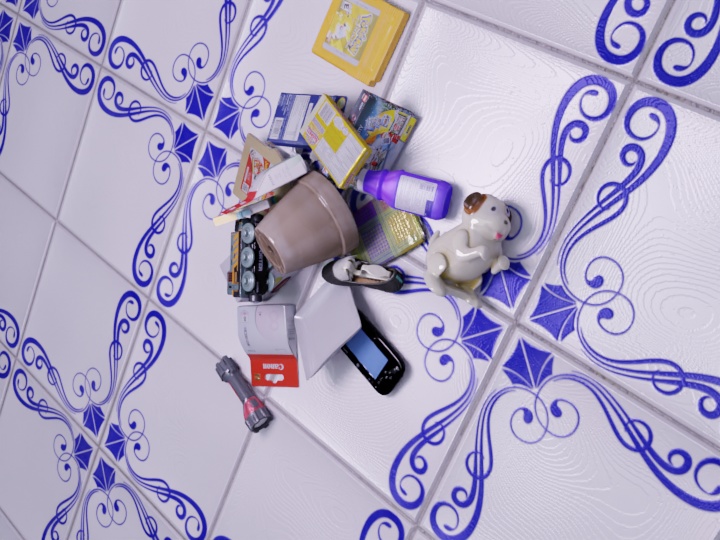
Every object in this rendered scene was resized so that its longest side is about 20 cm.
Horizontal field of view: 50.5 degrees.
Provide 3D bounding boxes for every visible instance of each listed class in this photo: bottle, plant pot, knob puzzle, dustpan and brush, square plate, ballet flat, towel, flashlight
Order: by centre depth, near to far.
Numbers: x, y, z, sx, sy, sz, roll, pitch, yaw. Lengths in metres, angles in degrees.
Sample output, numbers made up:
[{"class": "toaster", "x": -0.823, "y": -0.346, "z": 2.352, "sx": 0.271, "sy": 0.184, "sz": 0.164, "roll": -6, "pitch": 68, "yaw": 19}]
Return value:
[{"class": "bottle", "x": 0.091, "y": -0.167, "z": 1.602, "sx": 0.198, "sy": 0.065, "sz": 0.085, "roll": 16, "pitch": 105, "yaw": 17}, {"class": "plant pot", "x": -0.128, "y": -0.086, "z": 1.657, "sx": 0.200, "sy": 0.173, "sz": 0.201, "roll": 47, "pitch": 160, "yaw": 23}, {"class": "ballet flat", "x": 0.000, "y": 0.000, "z": 1.666, "sx": 0.197, "sy": 0.069, "sz": 0.069, "roll": 7, "pitch": 66, "yaw": 20}, {"class": "towel", "x": 0.050, "y": -0.089, "z": 1.685, "sx": 0.199, "sy": 0.023, "sz": 0.145, "roll": -32, "pitch": 74, "yaw": 32}, {"class": "square plate", "x": -0.072, "y": 0.117, "z": 1.728, "sx": 0.200, "sy": 0.028, "sz": 0.199, "roll": -47, "pitch": 39, "yaw": 26}, {"class": "dustpan and brush", "x": -0.163, "y": -0.287, "z": 1.787, "sx": 0.200, "sy": 0.057, "sz": 0.141, "roll": 41, "pitch": 132, "yaw": 27}, {"class": "knob puzzle", "x": -0.220, "y": -0.210, "z": 1.854, "sx": 0.218, "sy": 0.030, "sz": 0.223, "roll": 17, "pitch": 117, "yaw": 37}, {"class": "flashlight", "x": -0.296, "y": 0.310, "z": 1.909, "sx": 0.068, "sy": 0.068, "sz": 0.200, "roll": -43, "pitch": 62, "yaw": 2}]

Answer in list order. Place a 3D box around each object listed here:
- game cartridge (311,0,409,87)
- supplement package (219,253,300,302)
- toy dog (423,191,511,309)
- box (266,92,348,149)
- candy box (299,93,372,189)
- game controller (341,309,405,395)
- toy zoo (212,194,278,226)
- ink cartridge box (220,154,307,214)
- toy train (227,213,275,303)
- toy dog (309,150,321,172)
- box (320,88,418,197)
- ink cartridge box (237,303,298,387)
[{"class": "game cartridge", "x": -0.004, "y": -0.531, "z": 1.713, "sx": 0.199, "sy": 0.032, "sz": 0.178, "roll": 37, "pitch": 111, "yaw": 30}, {"class": "supplement package", "x": -0.221, "y": -0.024, "z": 1.819, "sx": 0.200, "sy": 0.113, "sz": 0.110, "roll": -41, "pitch": 68, "yaw": 29}, {"class": "toy dog", "x": 0.225, "y": -0.055, "z": 1.513, "sx": 0.201, "sy": 0.138, "sz": 0.195, "roll": -56, "pitch": 26, "yaw": 23}, {"class": "box", "x": -0.112, "y": -0.332, "z": 1.699, "sx": 0.198, "sy": 0.032, "sz": 0.123, "roll": 12, "pitch": 82, "yaw": 36}, {"class": "candy box", "x": -0.054, "y": -0.271, "z": 1.590, "sx": 0.103, "sy": 0.026, "sz": 0.201, "roll": -54, "pitch": 50, "yaw": 27}, {"class": "game controller", "x": 0.018, "y": 0.180, "z": 1.698, "sx": 0.200, "sy": 0.042, "sz": 0.105, "roll": 48, "pitch": 115, "yaw": 25}, {"class": "toy zoo", "x": -0.260, "y": -0.136, "z": 1.735, "sx": 0.130, "sy": 0.200, "sz": 0.021, "roll": -19, "pitch": 98, "yaw": 5}, {"class": "ink cartridge box", "x": -0.222, "y": -0.188, "z": 1.674, "sx": 0.051, "sy": 0.198, "sz": 0.161, "roll": 65, "pitch": 169, "yaw": -11}, {"class": "toy train", "x": -0.252, "y": -0.027, "z": 1.726, "sx": 0.113, "sy": 0.085, "sz": 0.203, "roll": -2, "pitch": 88, "yaw": 45}, {"class": "toy dog", "x": -0.064, "y": -0.278, "z": 1.717, "sx": 0.198, "sy": 0.096, "sz": 0.134, "roll": 11, "pitch": 97, "yaw": 34}, {"class": "box", "x": 0.018, "y": -0.269, "z": 1.635, "sx": 0.201, "sy": 0.135, "sz": 0.038, "roll": -60, "pitch": 36, "yaw": 19}, {"class": "ink cartridge box", "x": -0.228, "y": 0.184, "z": 1.866, "sx": 0.161, "sy": 0.057, "sz": 0.203, "roll": -4, "pitch": 84, "yaw": 35}]
